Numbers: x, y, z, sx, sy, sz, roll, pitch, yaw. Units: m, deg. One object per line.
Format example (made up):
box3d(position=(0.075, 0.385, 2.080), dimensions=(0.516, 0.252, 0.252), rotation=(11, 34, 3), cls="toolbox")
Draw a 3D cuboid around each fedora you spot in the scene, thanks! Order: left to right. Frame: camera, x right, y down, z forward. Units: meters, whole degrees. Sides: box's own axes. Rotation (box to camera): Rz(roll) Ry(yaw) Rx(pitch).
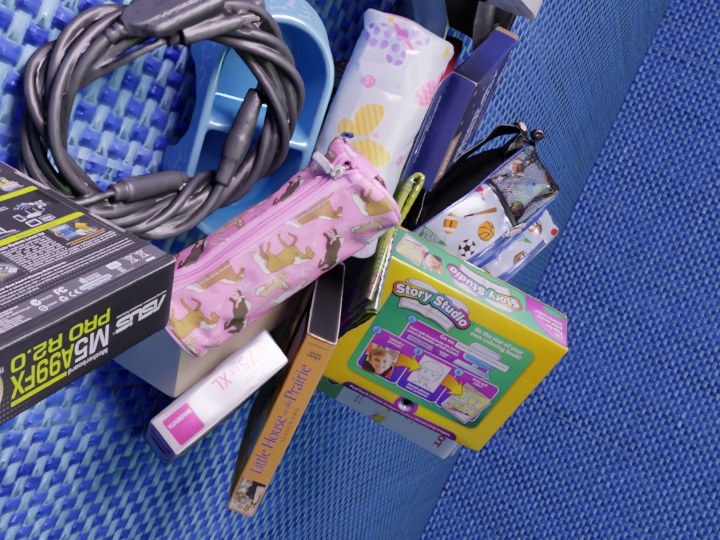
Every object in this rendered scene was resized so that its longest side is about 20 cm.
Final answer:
box3d(position=(0.133, -0.332, 0.936), dimensions=(0.200, 0.090, 0.204), rotation=(21, 89, -78), cls="fedora")

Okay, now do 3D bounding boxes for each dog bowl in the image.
box3d(position=(-0.083, -0.111, 0.631), dimensions=(0.110, 0.050, 0.203), rotation=(9, 113, -26), cls="dog bowl")

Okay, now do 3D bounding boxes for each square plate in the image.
box3d(position=(0.050, -0.202, 0.876), dimensions=(0.200, 0.028, 0.203), rotation=(-91, -168, -54), cls="square plate")

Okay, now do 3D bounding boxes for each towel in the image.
box3d(position=(0.000, 0.000, 0.786), dimensions=(0.200, 0.022, 0.146), rotation=(-44, -155, 63), cls="towel")

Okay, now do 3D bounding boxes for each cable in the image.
box3d(position=(-0.130, -0.100, 0.547), dimensions=(0.199, 0.051, 0.165), rotation=(-35, 139, -21), cls="cable")

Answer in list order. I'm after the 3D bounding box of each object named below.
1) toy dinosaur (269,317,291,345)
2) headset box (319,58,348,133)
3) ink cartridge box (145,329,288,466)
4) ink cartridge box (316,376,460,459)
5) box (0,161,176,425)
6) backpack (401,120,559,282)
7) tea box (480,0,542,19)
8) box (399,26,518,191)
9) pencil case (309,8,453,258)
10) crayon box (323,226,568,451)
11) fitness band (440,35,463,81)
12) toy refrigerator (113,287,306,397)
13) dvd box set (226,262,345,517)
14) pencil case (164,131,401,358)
box3d(position=(-0.070, 0.048, 0.951), dimensions=(0.202, 0.076, 0.103), rotation=(-66, -175, -35), cls="toy dinosaur")
box3d(position=(-0.041, -0.111, 0.795), dimensions=(0.200, 0.076, 0.151), rotation=(-37, 146, -54), cls="headset box")
box3d(position=(-0.136, 0.121, 0.741), dimensions=(0.119, 0.042, 0.200), rotation=(-39, 180, -22), cls="ink cartridge box")
box3d(position=(0.055, 0.106, 0.955), dimensions=(0.146, 0.198, 0.084), rotation=(-57, -174, 37), cls="ink cartridge box")
box3d(position=(-0.211, 0.012, 0.389), dimensions=(0.200, 0.158, 0.045), rotation=(-36, 145, -54), cls="box")
box3d(position=(0.120, -0.056, 0.964), dimensions=(0.189, 0.156, 0.200), rotation=(-31, -176, -21), cls="backpack")
box3d(position=(0.078, -0.337, 0.643), dimensions=(0.133, 0.194, 0.203), rotation=(-10, 123, -67), cls="tea box")
box3d(position=(0.100, -0.160, 0.827), dimensions=(0.200, 0.032, 0.122), rotation=(-50, 165, -52), cls="box")
box3d(position=(0.007, -0.111, 0.687), dimensions=(0.091, 0.082, 0.203), rotation=(-56, 168, -79), cls="pencil case")
box3d(position=(0.080, 0.074, 0.836), dimensions=(0.174, 0.198, 0.059), rotation=(-58, -171, 35), cls="crayon box")
box3d(position=(0.081, -0.188, 1.017), dimensions=(0.144, 0.037, 0.203), rotation=(-61, 170, -66), cls="fitness band")
box3d(position=(-0.127, 0.026, 0.746), dimensions=(0.199, 0.075, 0.071), rotation=(-34, 145, -54), cls="toy refrigerator")
box3d(position=(-0.068, 0.103, 0.760), dimensions=(0.147, 0.029, 0.202), rotation=(-85, -161, -63), cls="dvd box set")
box3d(position=(-0.068, -0.017, 0.611), dimensions=(0.198, 0.083, 0.087), rotation=(-34, 119, 3), cls="pencil case")
